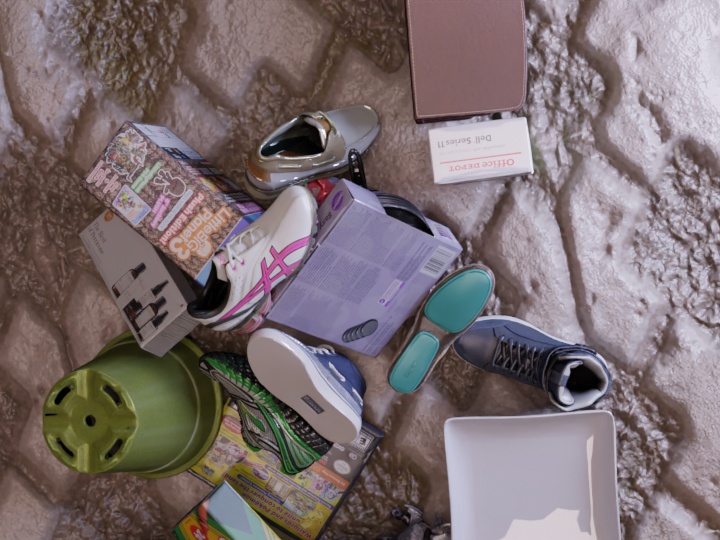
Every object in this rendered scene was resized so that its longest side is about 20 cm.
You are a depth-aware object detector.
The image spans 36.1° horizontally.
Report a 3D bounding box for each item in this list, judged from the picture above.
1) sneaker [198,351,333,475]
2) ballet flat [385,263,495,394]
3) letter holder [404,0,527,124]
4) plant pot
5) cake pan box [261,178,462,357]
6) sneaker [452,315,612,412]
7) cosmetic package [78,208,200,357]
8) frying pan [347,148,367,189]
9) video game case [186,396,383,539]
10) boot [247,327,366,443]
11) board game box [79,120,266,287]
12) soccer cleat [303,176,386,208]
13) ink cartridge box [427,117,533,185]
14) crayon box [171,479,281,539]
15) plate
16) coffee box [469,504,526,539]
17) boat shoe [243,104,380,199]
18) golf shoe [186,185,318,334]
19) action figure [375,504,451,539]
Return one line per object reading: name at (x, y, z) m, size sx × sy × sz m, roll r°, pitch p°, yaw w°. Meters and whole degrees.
sneaker at (-0.132, 0.180, 1.396) m, size 0.200 × 0.078 × 0.085 m, roll 44°, pitch 98°, yaw 0°
ballet flat at (0.097, 0.066, 1.389) m, size 0.068 × 0.067 × 0.200 m, roll 38°, pitch 106°, yaw -2°
letter holder at (0.127, -0.287, 1.346) m, size 0.141 × 0.101 × 0.201 m, roll -5°, pitch 94°, yaw 5°
plant pot at (-0.297, 0.174, 1.371) m, size 0.199 × 0.190 × 0.201 m, roll 0°, pitch 90°, yaw 14°
cake pan box at (0.000, 0.000, 1.336) m, size 0.184 × 0.052 × 0.200 m, roll 20°, pitch 117°, yaw -37°
sneaker at (0.208, 0.111, 1.346) m, size 0.201 × 0.146 × 0.077 m, roll 13°, pitch 98°, yaw 6°
cosmetic package at (-0.276, 0.004, 1.392) m, size 0.082 × 0.051 × 0.200 m, roll -40°, pitch 60°, yaw 6°
frying pan at (0.023, -0.055, 1.369) m, size 0.114 × 0.031 × 0.191 m, roll 8°, pitch 126°, yaw -10°
video game case at (-0.100, 0.238, 1.450) m, size 0.200 × 0.026 × 0.181 m, roll 32°, pitch 97°, yaw 2°
boot at (-0.064, 0.121, 1.367) m, size 0.073 × 0.091 × 0.200 m, roll -20°, pitch 124°, yaw 26°
board game box at (-0.218, -0.084, 1.369) m, size 0.200 × 0.159 × 0.097 m, roll 39°, pitch 98°, yaw 2°
soccer cleat at (-0.035, -0.090, 1.389) m, size 0.199 × 0.076 × 0.067 m, roll 25°, pitch 97°, yaw 4°
ink cartridge box at (0.141, -0.139, 1.304) m, size 0.117 × 0.200 × 0.068 m, roll -7°, pitch 94°, yaw 6°
crayon box at (-0.142, 0.374, 1.418) m, size 0.200 × 0.051 × 0.127 m, roll 45°, pitch 140°, yaw 2°
plate at (0.202, 0.264, 1.302) m, size 0.199 × 0.032 × 0.201 m, roll -4°, pitch 94°, yaw 6°
coffee box at (0.159, 0.377, 1.389) m, size 0.079 × 0.113 × 0.201 m, roll 4°, pitch 94°, yaw 5°
boat shoe at (-0.051, -0.155, 1.344) m, size 0.200 × 0.068 × 0.075 m, roll -34°, pitch 72°, yaw -29°
golf shoe at (-0.121, -0.011, 1.259) m, size 0.073 × 0.092 × 0.200 m, roll 45°, pitch 110°, yaw 37°
action figure at (0.032, 0.352, 1.398) m, size 0.199 × 0.130 × 0.070 m, roll -21°, pitch 92°, yaw 19°
